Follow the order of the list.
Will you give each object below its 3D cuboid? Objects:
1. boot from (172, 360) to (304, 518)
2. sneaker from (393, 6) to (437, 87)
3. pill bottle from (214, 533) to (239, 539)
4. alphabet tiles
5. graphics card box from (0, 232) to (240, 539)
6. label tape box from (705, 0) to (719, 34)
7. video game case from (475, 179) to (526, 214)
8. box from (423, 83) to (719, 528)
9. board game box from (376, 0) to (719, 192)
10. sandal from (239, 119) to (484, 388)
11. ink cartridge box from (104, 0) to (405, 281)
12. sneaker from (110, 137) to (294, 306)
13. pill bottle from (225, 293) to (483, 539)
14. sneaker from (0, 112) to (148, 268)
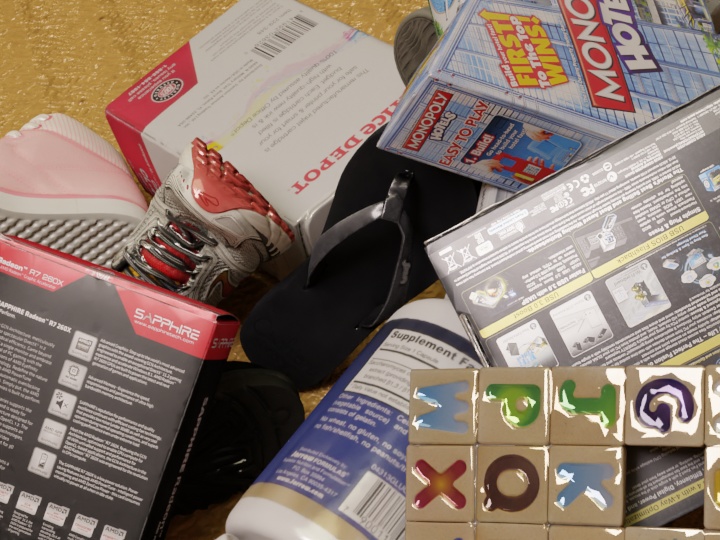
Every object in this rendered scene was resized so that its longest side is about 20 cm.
[{"bbox_3d":[-0.145,0.065,0.856,0.210,0.080,0.158,-21,45,1],"label":"boot"},{"bbox_3d":[0.111,-0.073,0.860,0.106,0.201,0.075,-24,-5,-35],"label":"sneaker"},{"bbox_3d":[-0.118,0.207,0.670,0.200,0.113,0.113,-34,45,0],"label":"pill bottle"},{"bbox_3d":[0.094,0.140,0.629,0.166,0.008,0.201,-3,79,25],"label":"alphabet tiles"},{"bbox_3d":[-0.151,0.096,0.755,0.125,0.051,0.201,19,90,10],"label":"graphics card box"},{"bbox_3d":[0.182,-0.173,0.974,0.144,0.063,0.200,24,59,36],"label":"label tape box"},{"bbox_3d":[0.161,-0.039,0.801,0.199,0.023,0.182,24,49,-11],"label":"video game case"},{"bbox_3d":[0.151,0.013,0.671,0.199,0.049,0.162,-29,77,8],"label":"box"},{"bbox_3d":[0.099,-0.109,0.763,0.199,0.062,0.201,4,56,-27],"label":"board game box"},{"bbox_3d":[0.000,0.001,0.807,0.076,0.200,0.043,34,36,-2],"label":"sandal"},{"bbox_3d":[-0.041,-0.082,0.954,0.147,0.086,0.200,-40,49,-20],"label":"ink cartridge box"},{"bbox_3d":[-0.093,-0.008,0.851,0.078,0.200,0.082,43,72,4],"label":"sneaker"},{"bbox_3d":[0.034,0.085,0.749,0.111,0.111,0.200,21,58,34],"label":"pill bottle"},{"bbox_3d":[-0.234,-0.052,0.964,0.199,0.076,0.105,5,40,-22],"label":"sneaker"}]
